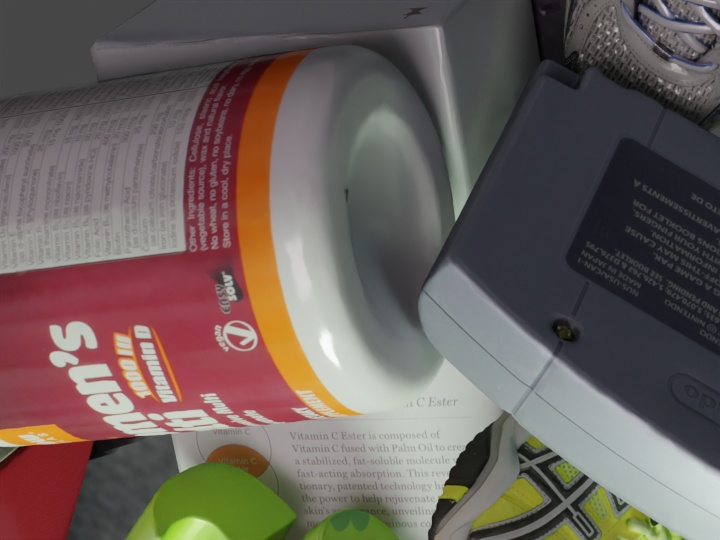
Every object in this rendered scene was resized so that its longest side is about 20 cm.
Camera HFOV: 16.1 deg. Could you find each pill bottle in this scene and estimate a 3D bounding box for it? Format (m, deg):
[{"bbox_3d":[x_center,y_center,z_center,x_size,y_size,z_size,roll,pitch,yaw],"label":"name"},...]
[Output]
[{"bbox_3d":[-0.079,-0.003,0.783,0.199,0.110,0.110,-7,109,25],"label":"pill bottle"}]

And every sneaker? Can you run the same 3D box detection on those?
[{"bbox_3d":[0.112,-0.111,0.790,0.077,0.085,0.200,30,120,6],"label":"sneaker"},{"bbox_3d":[0.079,0.070,0.803,0.076,0.201,0.075,6,149,31],"label":"sneaker"}]

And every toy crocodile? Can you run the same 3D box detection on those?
[{"bbox_3d":[-0.001,0.147,0.833,0.067,0.062,0.200,-38,85,40],"label":"toy crocodile"}]

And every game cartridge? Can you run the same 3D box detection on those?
[{"bbox_3d":[0.119,0.026,0.773,0.199,0.133,0.042,31,139,-1],"label":"game cartridge"}]

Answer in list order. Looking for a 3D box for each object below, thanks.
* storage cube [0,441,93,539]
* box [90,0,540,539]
[{"bbox_3d":[-0.218,0.109,0.948,0.170,0.200,0.180,23,112,11],"label":"storage cube"},{"bbox_3d":[0.000,0.000,0.872,0.124,0.098,0.201,-1,112,22],"label":"box"}]
